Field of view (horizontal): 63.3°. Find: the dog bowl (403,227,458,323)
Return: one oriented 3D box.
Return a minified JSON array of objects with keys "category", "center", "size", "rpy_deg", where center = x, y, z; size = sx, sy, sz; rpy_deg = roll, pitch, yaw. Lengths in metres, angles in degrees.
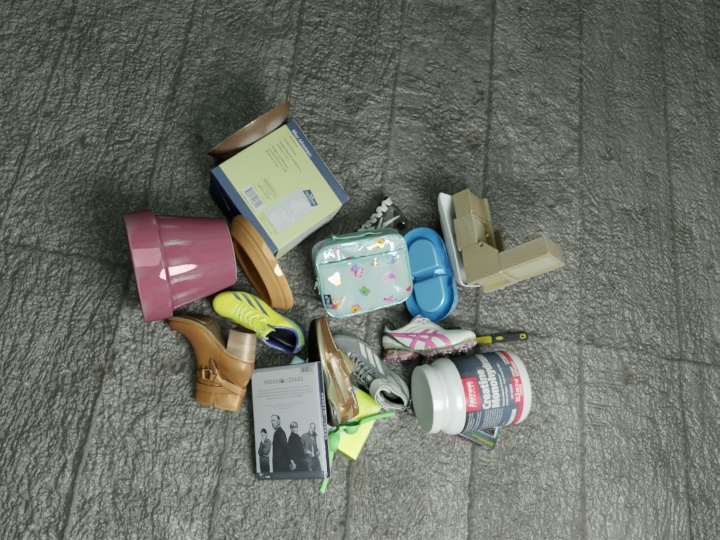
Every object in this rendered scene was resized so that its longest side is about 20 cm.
[{"category":"dog bowl","center":[0.145,0.011,1.230],"size":[0.110,0.049,0.203],"rpy_deg":[-19,74,29]}]

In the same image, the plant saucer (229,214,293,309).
[{"category":"plant saucer","center":[-0.195,-0.009,1.107],"size":[0.037,0.200,0.201],"rpy_deg":[-32,82,-18]}]

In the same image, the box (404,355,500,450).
[{"category":"box","center":[0.200,0.263,1.198],"size":[0.198,0.038,0.138],"rpy_deg":[26,70,-4]}]

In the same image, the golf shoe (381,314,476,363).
[{"category":"golf shoe","center":[0.131,0.130,1.161],"size":[0.197,0.072,0.094],"rpy_deg":[-10,74,24]}]

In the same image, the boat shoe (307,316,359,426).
[{"category":"boat shoe","center":[-0.049,0.187,1.105],"size":[0.073,0.076,0.203],"rpy_deg":[-8,81,-23]}]

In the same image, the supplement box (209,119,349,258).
[{"category":"supplement box","center":[-0.167,-0.151,1.181],"size":[0.199,0.134,0.201],"rpy_deg":[-36,91,-20]}]

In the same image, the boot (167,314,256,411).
[{"category":"boot","center":[-0.295,0.170,1.103],"size":[0.197,0.074,0.157],"rpy_deg":[15,95,19]}]

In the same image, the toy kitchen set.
[{"category":"toy kitchen set","center":[0.313,-0.071,1.194],"size":[0.162,0.179,0.203],"rpy_deg":[21,55,-46]}]

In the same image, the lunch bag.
[{"category":"lunch bag","center":[0.000,0.000,1.169],"size":[0.197,0.077,0.163],"rpy_deg":[-12,113,-7]}]

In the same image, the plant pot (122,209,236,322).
[{"category":"plant pot","center":[-0.332,-0.019,1.087],"size":[0.177,0.200,0.203],"rpy_deg":[-11,76,-22]}]

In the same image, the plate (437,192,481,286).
[{"category":"plate","center":[0.233,-0.056,1.260],"size":[0.199,0.032,0.203],"rpy_deg":[5,67,-51]}]

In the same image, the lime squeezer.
[{"category":"lime squeezer","center":[-0.020,0.314,1.087],"size":[0.071,0.038,0.200],"rpy_deg":[46,69,2]}]

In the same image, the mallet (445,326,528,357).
[{"category":"mallet","center":[0.272,0.158,1.249],"size":[0.197,0.041,0.067],"rpy_deg":[5,71,-15]}]

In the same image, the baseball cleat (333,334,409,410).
[{"category":"baseball cleat","center":[0.016,0.197,1.141],"size":[0.199,0.106,0.070],"rpy_deg":[34,98,0]}]

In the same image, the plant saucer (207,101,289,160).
[{"category":"plant saucer","center":[-0.220,-0.277,1.194],"size":[0.199,0.200,0.037],"rpy_deg":[-37,104,-19]}]

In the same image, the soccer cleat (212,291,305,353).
[{"category":"soccer cleat","center":[-0.196,0.099,1.131],"size":[0.198,0.084,0.065],"rpy_deg":[27,103,-4]}]

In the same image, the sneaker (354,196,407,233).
[{"category":"sneaker","center":[0.032,-0.064,1.244],"size":[0.090,0.067,0.201],"rpy_deg":[38,68,5]}]

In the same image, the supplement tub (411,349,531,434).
[{"category":"supplement tub","center":[0.209,0.232,1.114],"size":[0.197,0.140,0.143],"rpy_deg":[-5,75,-14]}]

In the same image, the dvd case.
[{"category":"dvd case","center":[-0.130,0.275,1.065],"size":[0.148,0.025,0.203],"rpy_deg":[-10,79,25]}]

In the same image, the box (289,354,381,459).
[{"category":"box","center":[-0.069,0.262,1.136],"size":[0.198,0.048,0.123],"rpy_deg":[31,69,-3]}]
